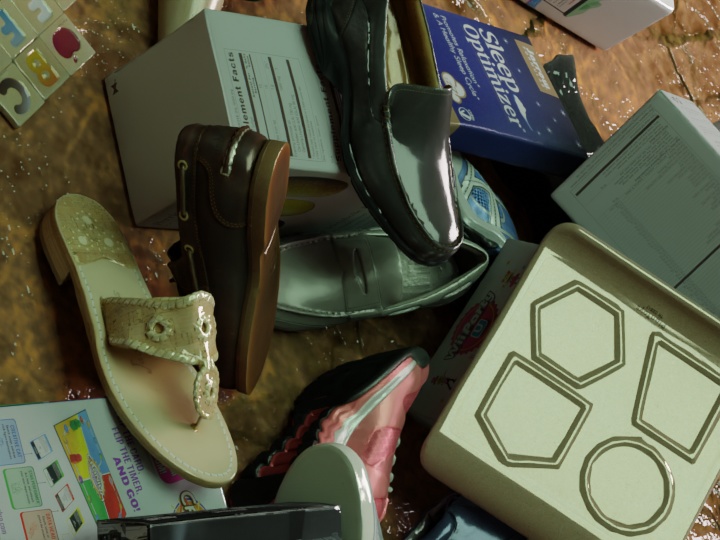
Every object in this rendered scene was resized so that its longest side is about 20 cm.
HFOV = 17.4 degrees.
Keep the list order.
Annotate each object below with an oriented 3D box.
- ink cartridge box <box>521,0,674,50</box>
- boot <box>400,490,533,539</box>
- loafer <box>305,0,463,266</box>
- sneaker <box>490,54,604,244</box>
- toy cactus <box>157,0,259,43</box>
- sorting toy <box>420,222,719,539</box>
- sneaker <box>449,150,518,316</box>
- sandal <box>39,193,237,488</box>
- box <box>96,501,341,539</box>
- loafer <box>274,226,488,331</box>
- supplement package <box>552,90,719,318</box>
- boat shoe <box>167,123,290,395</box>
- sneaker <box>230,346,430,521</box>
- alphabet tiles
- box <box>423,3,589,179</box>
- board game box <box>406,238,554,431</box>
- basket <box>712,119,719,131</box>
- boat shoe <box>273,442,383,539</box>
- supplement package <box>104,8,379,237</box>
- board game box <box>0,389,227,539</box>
[{"bbox_3d":[0.163,-0.293,1.943,0.200,0.084,0.145,25,52,-37],"label":"ink cartridge box"},{"bbox_3d":[0.109,0.170,1.595,0.200,0.073,0.090,-40,98,-25],"label":"boot"},{"bbox_3d":[0.027,-0.103,1.520,0.073,0.072,0.200,-14,81,-50],"label":"loafer"},{"bbox_3d":[0.165,-0.068,1.838,0.104,0.060,0.200,-18,79,-46],"label":"sneaker"},{"bbox_3d":[-0.102,-0.223,1.624,0.200,0.102,0.165,32,57,-43],"label":"toy cactus"},{"bbox_3d":[0.160,0.096,1.587,0.185,0.036,0.200,33,72,-3],"label":"sorting toy"},{"bbox_3d":[0.057,-0.048,1.714,0.200,0.076,0.077,59,21,-8],"label":"sneaker"},{"bbox_3d":[-0.123,0.026,1.420,0.078,0.070,0.212,-4,55,-49],"label":"sandal"},{"bbox_3d":[-0.079,0.239,1.363,0.157,0.050,0.201,1,88,-47],"label":"box"},{"bbox_3d":[0.000,0.000,1.603,0.200,0.070,0.070,-8,80,-40],"label":"loafer"},{"bbox_3d":[0.254,-0.016,1.698,0.200,0.114,0.109,50,15,14],"label":"supplement package"},{"bbox_3d":[-0.086,-0.009,1.470,0.070,0.200,0.070,12,38,8],"label":"boat shoe"},{"bbox_3d":[-0.010,0.127,1.547,0.200,0.074,0.087,-47,115,-42],"label":"sneaker"},{"bbox_3d":[-0.255,-0.193,1.494,0.200,0.006,0.166,52,40,-13],"label":"alphabet tiles"},{"bbox_3d":[0.098,-0.131,1.735,0.200,0.032,0.121,11,47,-48],"label":"box"},{"bbox_3d":[0.148,0.094,1.672,0.200,0.064,0.148,37,81,-26],"label":"board game box"},{"bbox_3d":[0.329,-0.018,1.888,0.161,0.200,0.199,-6,73,-54],"label":"basket"},{"bbox_3d":[-0.012,0.203,1.462,0.071,0.070,0.201,-9,101,-58],"label":"boat shoe"},{"bbox_3d":[-0.054,-0.093,1.574,0.200,0.114,0.110,3,67,-45],"label":"supplement package"},{"bbox_3d":[-0.160,0.152,1.378,0.200,0.040,0.153,-1,70,-48],"label":"board game box"}]
